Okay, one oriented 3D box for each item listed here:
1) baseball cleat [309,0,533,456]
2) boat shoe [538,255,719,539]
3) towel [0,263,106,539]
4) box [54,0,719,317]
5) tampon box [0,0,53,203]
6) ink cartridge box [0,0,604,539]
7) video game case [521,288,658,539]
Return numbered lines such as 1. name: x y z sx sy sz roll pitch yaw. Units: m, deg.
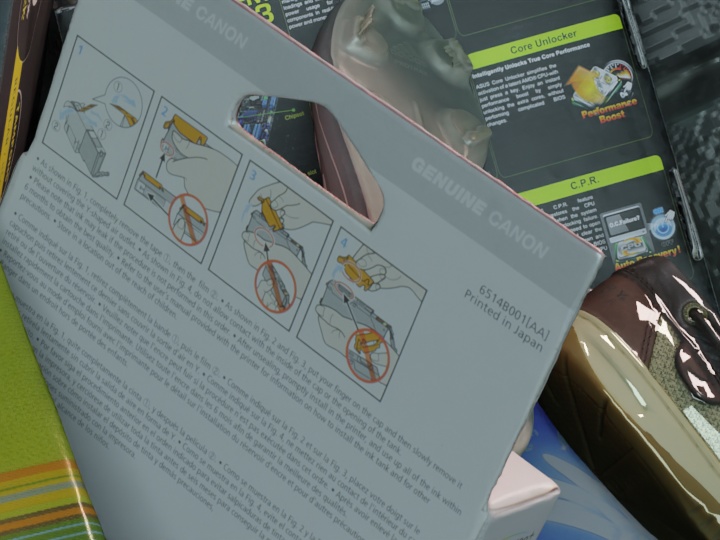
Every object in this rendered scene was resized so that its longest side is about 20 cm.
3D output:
1. baseball cleat: 0.000 0.000 0.898 0.070 0.106 0.200 20 42 -28
2. boat shoe: 0.137 0.080 0.862 0.066 0.072 0.201 -41 88 -15
3. towel: -0.129 0.047 0.789 0.086 0.018 0.200 -11 54 -20
4. box: 0.012 -0.025 0.973 0.200 0.048 0.193 -17 85 -3
5. tampon box: -0.206 -0.091 0.905 0.200 0.126 0.150 10 111 -2
6. ink cartridge box: -0.026 0.016 0.818 0.200 0.045 0.176 37 116 27
7. video game case: 0.105 0.117 0.907 0.181 0.045 0.200 14 75 -12
